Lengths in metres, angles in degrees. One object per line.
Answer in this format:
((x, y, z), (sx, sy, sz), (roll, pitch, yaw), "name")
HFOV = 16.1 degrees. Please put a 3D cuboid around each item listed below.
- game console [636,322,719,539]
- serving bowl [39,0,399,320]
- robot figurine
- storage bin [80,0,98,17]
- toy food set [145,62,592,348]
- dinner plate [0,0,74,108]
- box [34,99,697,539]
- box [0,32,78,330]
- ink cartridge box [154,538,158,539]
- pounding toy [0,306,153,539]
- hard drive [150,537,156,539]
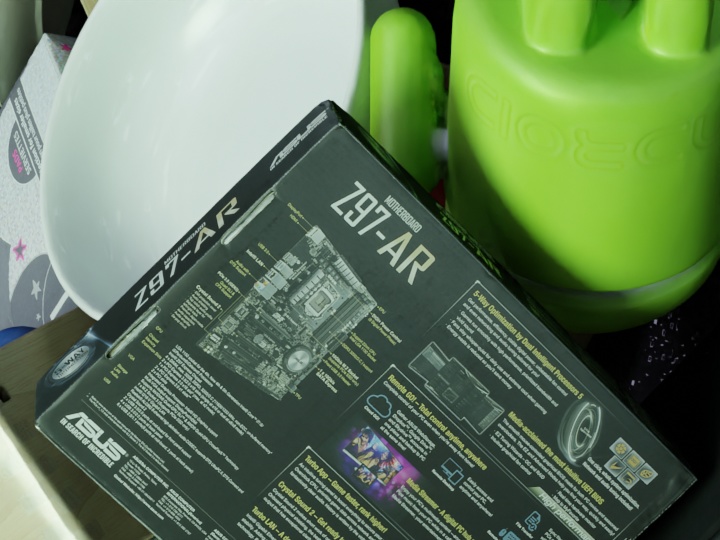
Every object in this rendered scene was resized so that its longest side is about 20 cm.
((0.149, 0.135, 0.997), (0.176, 0.116, 0.200), (46, 128, 9), "game console")
((-0.049, -0.062, 1.081), (0.199, 0.066, 0.201), (-22, 58, 39), "serving bowl")
((0.090, -0.058, 0.975), (0.201, 0.174, 0.116), (91, 178, -47), "robot figurine")
((-0.044, -0.172, 1.221), (0.200, 0.093, 0.199), (-54, 47, 34), "storage bin")
((0.000, 0.000, 1.118), (0.197, 0.049, 0.201), (-32, 64, 13), "toy food set")
((-0.168, -0.184, 1.368), (0.200, 0.024, 0.202), (8, -90, -88), "dinner plate")
((0.002, 0.061, 0.957), (0.160, 0.200, 0.044), (-45, 17, 7), "box")
((-0.111, -0.002, 1.274), (0.132, 0.114, 0.201), (-54, 48, 35), "box")
((-0.037, 0.233, 1.089), (0.125, 0.200, 0.128), (-47, 32, -19), "ink cartridge box")
((-0.193, 0.102, 1.109), (0.200, 0.184, 0.143), (-35, 89, 23), "pounding toy")
((-0.157, 0.204, 1.192), (0.200, 0.033, 0.139), (-55, 28, -13), "hard drive")
